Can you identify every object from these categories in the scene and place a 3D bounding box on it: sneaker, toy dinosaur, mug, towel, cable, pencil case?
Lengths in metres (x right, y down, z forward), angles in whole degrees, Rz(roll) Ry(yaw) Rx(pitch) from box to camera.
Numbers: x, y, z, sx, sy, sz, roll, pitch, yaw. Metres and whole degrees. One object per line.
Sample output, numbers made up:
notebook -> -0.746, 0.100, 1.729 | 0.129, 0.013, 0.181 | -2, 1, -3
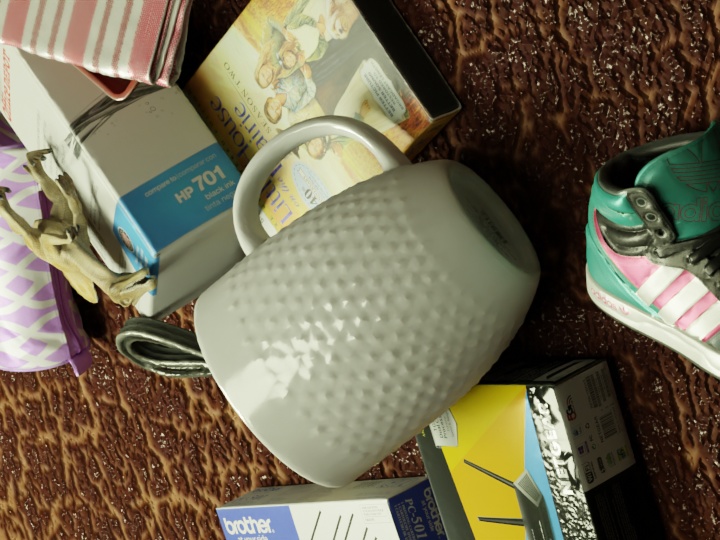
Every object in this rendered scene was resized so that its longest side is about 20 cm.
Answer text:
sneaker -> 0.196, -0.016, 1.355 | 0.200, 0.084, 0.121 | 24, 137, 42
toy dinosaur -> -0.205, -0.024, 1.678 | 0.200, 0.058, 0.101 | 29, 149, 58
mug -> 0.000, 0.000, 1.521 | 0.175, 0.148, 0.200 | -38, 72, 18
towel -> -0.175, -0.202, 1.584 | 0.200, 0.030, 0.147 | 17, 91, 34
cable -> -0.075, 0.075, 1.689 | 0.200, 0.050, 0.097 | 17, 154, 7
pencil case -> -0.250, -0.022, 1.881 | 0.085, 0.084, 0.200 | 5, 118, 23

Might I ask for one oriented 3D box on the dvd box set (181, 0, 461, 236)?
dvd box set -> -0.030, -0.108, 1.608 | 0.146, 0.029, 0.200 | 57, 142, 9

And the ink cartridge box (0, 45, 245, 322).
ink cartridge box -> -0.161, -0.082, 1.698 | 0.200, 0.086, 0.146 | 56, 164, 13

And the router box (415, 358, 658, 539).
router box -> 0.114, 0.155, 1.566 | 0.149, 0.051, 0.200 | -4, 107, 53

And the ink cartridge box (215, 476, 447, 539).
ink cartridge box -> -0.014, 0.196, 1.749 | 0.200, 0.044, 0.094 | -9, 101, 52

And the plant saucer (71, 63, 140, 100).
plant saucer -> -0.153, -0.237, 1.611 | 0.200, 0.037, 0.200 | 40, 103, 28
